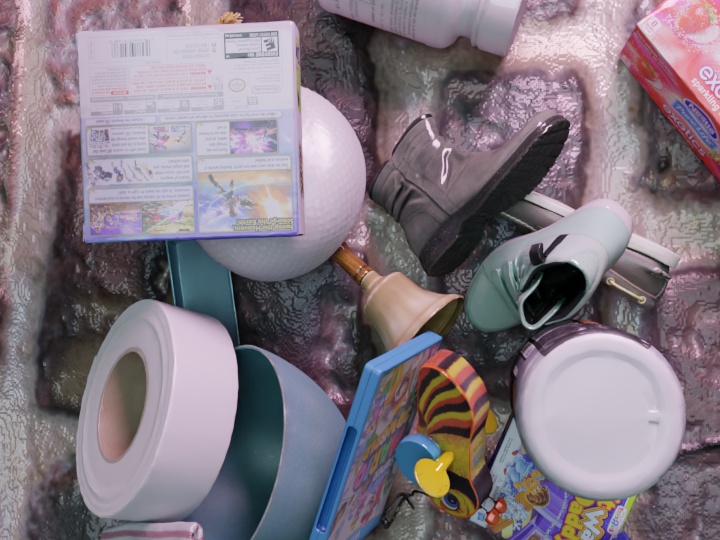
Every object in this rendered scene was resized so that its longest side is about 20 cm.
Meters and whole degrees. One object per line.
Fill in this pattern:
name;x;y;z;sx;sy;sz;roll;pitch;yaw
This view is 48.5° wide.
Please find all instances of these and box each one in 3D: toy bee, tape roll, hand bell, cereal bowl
toy bee;0.093;0.176;0.741;0.107;0.202;0.131;24;53;24
tape roll;-0.199;0.134;0.767;0.201;0.070;0.207;-24;58;44
hand bell;0.000;0.000;0.804;0.104;0.104;0.200;-47;69;5
cereal bowl;-0.098;-0.096;0.789;0.195;0.083;0.205;-5;76;20

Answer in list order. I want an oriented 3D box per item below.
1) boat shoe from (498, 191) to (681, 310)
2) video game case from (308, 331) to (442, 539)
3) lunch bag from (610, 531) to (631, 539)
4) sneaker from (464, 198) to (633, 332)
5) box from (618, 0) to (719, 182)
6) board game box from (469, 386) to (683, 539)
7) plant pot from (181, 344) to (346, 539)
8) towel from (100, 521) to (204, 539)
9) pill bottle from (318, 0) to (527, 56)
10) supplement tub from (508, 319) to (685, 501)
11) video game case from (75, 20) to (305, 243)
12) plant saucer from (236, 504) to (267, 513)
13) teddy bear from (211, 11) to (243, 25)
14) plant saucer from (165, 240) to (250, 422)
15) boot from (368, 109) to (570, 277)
boat shoe;0.200;-0.028;0.767;0.198;0.072;0.061;25;102;15
video game case;0.011;0.160;0.704;0.018;0.142;0.204;23;106;21
lunch bag;0.225;0.350;0.721;0.149;0.094;0.202;-34;95;6
sneaker;0.141;0.018;0.713;0.074;0.118;0.200;49;136;1
box;0.346;-0.168;0.737;0.102;0.095;0.202;-36;83;5
board game box;0.204;0.174;0.773;0.132;0.045;0.204;24;92;9
plant pot;-0.077;0.188;0.759;0.133;0.199;0.204;22;92;-35
towel;-0.176;0.324;0.696;0.144;0.030;0.205;-17;78;38
pill bottle;0.064;-0.283;0.776;0.196;0.114;0.117;21;91;9
supplement tub;0.183;0.104;0.654;0.119;0.200;0.126;0;88;9
video game case;-0.149;-0.120;0.714;0.195;0.045;0.186;-1;91;4
plant saucer;-0.102;0.340;0.795;0.195;0.030;0.205;1;70;-2
teddy bear;-0.184;-0.178;0.802;0.066;0.145;0.201;38;95;-28
plant saucer;-0.161;0.061;0.849;0.068;0.019;0.205;-9;87;9
boot;0.090;-0.103;0.751;0.200;0.067;0.132;-48;62;27
